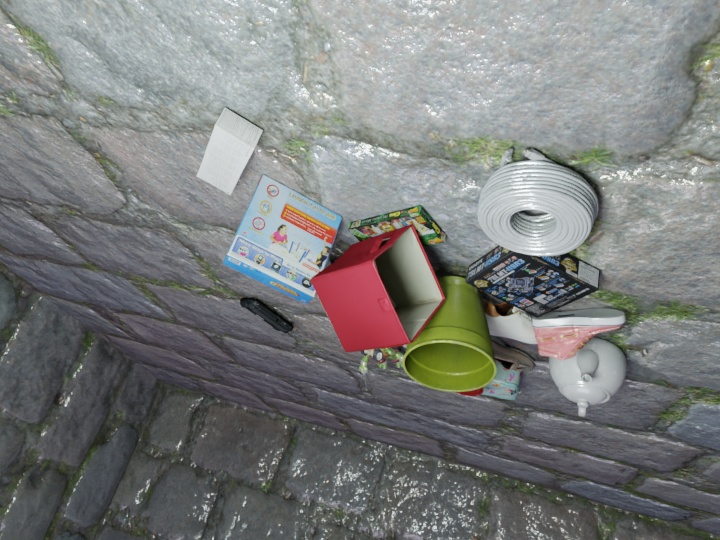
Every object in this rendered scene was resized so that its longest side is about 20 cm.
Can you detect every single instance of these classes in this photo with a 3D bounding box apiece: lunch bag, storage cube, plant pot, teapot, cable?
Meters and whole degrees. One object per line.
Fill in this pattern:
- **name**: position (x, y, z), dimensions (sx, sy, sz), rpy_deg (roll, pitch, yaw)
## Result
- **lunch bag**: position (0.385, 0.327, 1.617), dimensions (0.194, 0.079, 0.162), rpy_deg (10, 151, 17)
- **storage cube**: position (0.037, 0.041, 1.095), dimensions (0.177, 0.171, 0.204), rpy_deg (-14, 108, 40)
- **plant pot**: position (0.199, 0.127, 1.176), dimensions (0.194, 0.197, 0.203), rpy_deg (8, 142, 6)
- **teapot**: position (0.552, 0.265, 1.323), dimensions (0.196, 0.149, 0.197), rpy_deg (27, 152, -18)
- **cable**: position (0.297, -0.100, 0.909), dimensions (0.195, 0.071, 0.201), rpy_deg (20, 153, -1)

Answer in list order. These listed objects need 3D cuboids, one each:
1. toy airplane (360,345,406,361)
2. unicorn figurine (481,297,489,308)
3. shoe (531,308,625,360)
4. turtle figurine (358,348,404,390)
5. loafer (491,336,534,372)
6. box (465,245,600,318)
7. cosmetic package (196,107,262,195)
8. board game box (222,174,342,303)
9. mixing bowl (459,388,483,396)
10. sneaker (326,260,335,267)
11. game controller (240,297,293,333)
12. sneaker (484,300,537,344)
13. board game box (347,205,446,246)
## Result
- **toy airplane**: position (0.094, 0.156, 1.461), dimensions (0.193, 0.146, 0.199), rpy_deg (3, -172, 11)
- **unicorn figurine**: position (0.274, 0.130, 1.336), dimensions (0.134, 0.075, 0.201), rpy_deg (19, 153, 2)
- **shoe**: position (0.477, 0.140, 1.174), dimensions (0.196, 0.071, 0.094), rpy_deg (-8, 99, 36)
- **turtle figurine**: position (0.075, 0.294, 1.657), dimensions (0.202, 0.143, 0.194), rpy_deg (55, -173, 23)
- **loafer**: position (0.393, 0.241, 1.472), dimensions (0.197, 0.064, 0.072), rpy_deg (30, 150, -19)
- **box**: position (0.347, 0.015, 1.108), dimensions (0.194, 0.051, 0.200), rpy_deg (25, 153, -9)
- **cosmetic package**: position (-0.260, -0.228, 1.058), dimensions (0.081, 0.052, 0.199), rpy_deg (29, 151, -15)
- **board game box**: position (-0.159, -0.065, 1.128), dimensions (0.196, 0.200, 0.056), rpy_deg (27, 153, -15)
- **mixing bowl**: position (0.269, 0.250, 1.501), dimensions (0.196, 0.110, 0.202), rpy_deg (26, 153, 14)
- **sneaker**: position (0.000, 0.000, 1.300), dimensions (0.199, 0.109, 0.070), rpy_deg (36, 175, 46)
- **game controller**: position (-0.314, 0.149, 1.801), dimensions (0.103, 0.043, 0.200), rpy_deg (10, 154, 49)
- **sneaker**: position (0.375, 0.114, 1.250), dimensions (0.194, 0.073, 0.087), rpy_deg (8, 116, -15)
- **board game box**: position (0.074, -0.081, 1.142), dimensions (0.196, 0.024, 0.104), rpy_deg (-9, 144, 43)
